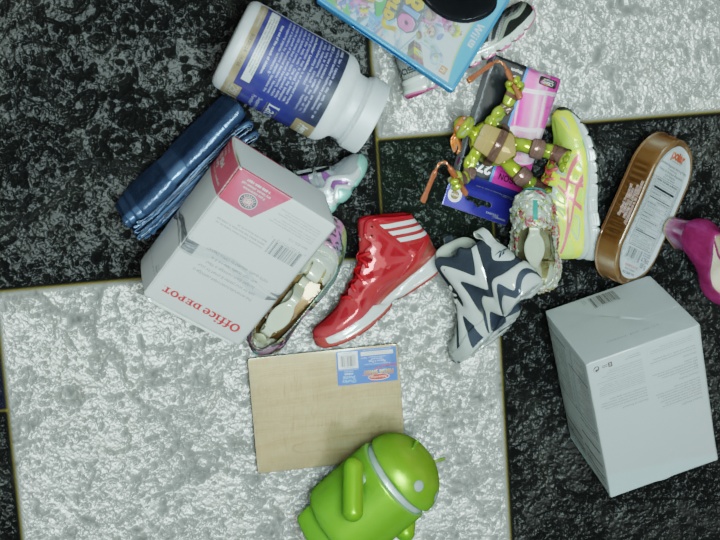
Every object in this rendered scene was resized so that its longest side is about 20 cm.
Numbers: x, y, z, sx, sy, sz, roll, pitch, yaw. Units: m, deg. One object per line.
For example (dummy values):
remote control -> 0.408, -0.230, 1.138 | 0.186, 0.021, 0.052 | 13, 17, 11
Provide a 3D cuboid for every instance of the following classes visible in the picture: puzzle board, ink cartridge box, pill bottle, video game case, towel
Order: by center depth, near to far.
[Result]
ink cartridge box -> -0.148, -0.032, 1.518 | 0.146, 0.083, 0.200 | 30, 111, -28
video game case -> 0.066, -0.330, 1.558 | 0.199, 0.018, 0.144 | 33, 83, -4
towel -> -0.212, -0.125, 1.563 | 0.200, 0.112, 0.049 | -45, 115, 0
pill bottle -> -0.071, -0.231, 1.565 | 0.198, 0.116, 0.117 | 27, 93, -10
ink cartridge box -> 0.180, -0.166, 1.652 | 0.094, 0.037, 0.202 | 17, 97, -10
puzzle board -> -0.043, 0.178, 1.676 | 0.197, 0.017, 0.153 | -6, 97, -8

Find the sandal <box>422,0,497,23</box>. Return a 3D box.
sandal -> 0.081, -0.372, 1.532 | 0.200, 0.043, 0.076 | 43, 83, -2

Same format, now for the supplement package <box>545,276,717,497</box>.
supplement package -> 0.343, 0.145, 1.633 | 0.150, 0.151, 0.202 | -18, 116, -5

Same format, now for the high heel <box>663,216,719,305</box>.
high heel -> 0.480, -0.001, 1.669 | 0.067, 0.096, 0.200 | -48, 116, -7

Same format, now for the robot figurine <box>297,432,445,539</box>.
robot figurine -> 0.016, 0.287, 1.638 | 0.199, 0.116, 0.175 | -40, 144, 10

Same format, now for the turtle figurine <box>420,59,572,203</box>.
turtle figurine -> 0.171, -0.144, 1.602 | 0.160, 0.064, 0.202 | 30, 86, 0

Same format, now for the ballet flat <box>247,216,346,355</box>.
ballet flat -> -0.077, 0.023, 1.621 | 0.069, 0.071, 0.201 | 34, 92, -7

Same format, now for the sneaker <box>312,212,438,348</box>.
sneaker -> 0.000, 0.000, 1.625 | 0.199, 0.078, 0.116 | -38, 107, -15

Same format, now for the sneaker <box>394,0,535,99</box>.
sneaker -> 0.124, -0.296, 1.605 | 0.198, 0.074, 0.088 | -30, 98, -4

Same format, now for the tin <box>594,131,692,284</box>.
tin -> 0.367, -0.078, 1.658 | 0.111, 0.042, 0.202 | 16, 98, -54

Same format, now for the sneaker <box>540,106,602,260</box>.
sneaker -> 0.256, -0.107, 1.648 | 0.089, 0.078, 0.203 | -8, 99, -5

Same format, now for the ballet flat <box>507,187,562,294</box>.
ballet flat -> 0.215, -0.020, 1.608 | 0.075, 0.065, 0.201 | -4, 142, 11

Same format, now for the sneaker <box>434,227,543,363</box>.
sneaker -> 0.138, 0.022, 1.627 | 0.079, 0.200, 0.130 | -29, 73, -30

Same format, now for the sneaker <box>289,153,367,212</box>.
sneaker -> -0.099, -0.114, 1.596 | 0.199, 0.078, 0.140 | -40, 102, -2
